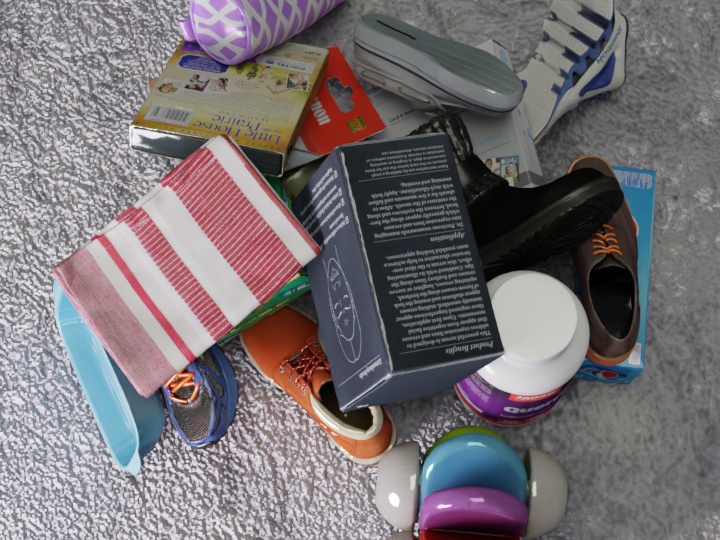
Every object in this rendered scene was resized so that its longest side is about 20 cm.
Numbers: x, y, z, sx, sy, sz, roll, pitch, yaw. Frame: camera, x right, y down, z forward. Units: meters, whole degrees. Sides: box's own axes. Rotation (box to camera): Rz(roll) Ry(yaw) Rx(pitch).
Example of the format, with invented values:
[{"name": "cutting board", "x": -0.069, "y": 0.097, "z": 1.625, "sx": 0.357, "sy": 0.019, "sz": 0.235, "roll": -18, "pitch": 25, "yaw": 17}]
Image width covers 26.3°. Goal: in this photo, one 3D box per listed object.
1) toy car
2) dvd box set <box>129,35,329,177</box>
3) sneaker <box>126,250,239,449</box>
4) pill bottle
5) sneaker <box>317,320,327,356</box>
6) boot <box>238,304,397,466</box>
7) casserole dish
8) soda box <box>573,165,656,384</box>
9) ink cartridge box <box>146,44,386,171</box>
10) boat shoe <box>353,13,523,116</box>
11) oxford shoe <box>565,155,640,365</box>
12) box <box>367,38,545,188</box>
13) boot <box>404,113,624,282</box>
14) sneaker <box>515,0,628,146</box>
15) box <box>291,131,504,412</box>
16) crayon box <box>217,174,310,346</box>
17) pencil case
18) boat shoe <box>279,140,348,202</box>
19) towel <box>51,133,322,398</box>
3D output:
[{"name": "toy car", "x": 0.098, "y": 0.232, "z": 1.368, "sx": 0.174, "sy": 0.150, "sz": 0.201, "roll": 5, "pitch": 73, "yaw": 2}, {"name": "dvd box set", "x": -0.120, "y": -0.164, "z": 1.458, "sx": 0.146, "sy": 0.029, "sz": 0.200, "roll": 10, "pitch": 37, "yaw": 5}, {"name": "sneaker", "x": -0.172, "y": 0.066, "z": 1.376, "sx": 0.075, "sy": 0.078, "sz": 0.200, "roll": -26, "pitch": 77, "yaw": 24}, {"name": "pill bottle", "x": 0.143, "y": 0.069, "z": 1.390, "sx": 0.112, "sy": 0.200, "sz": 0.113, "roll": 0, "pitch": 73, "yaw": -1}, {"name": "sneaker", "x": 0.003, "y": 0.001, "z": 1.436, "sx": 0.060, "sy": 0.104, "sz": 0.200, "roll": 17, "pitch": 32, "yaw": -18}, {"name": "boot", "x": -0.044, "y": 0.092, "z": 1.435, "sx": 0.075, "sy": 0.107, "sz": 0.200, "roll": -44, "pitch": 75, "yaw": -6}, {"name": "casserole dish", "x": -0.232, "y": 0.092, "z": 1.433, "sx": 0.039, "sy": 0.121, "sz": 0.200, "roll": -19, "pitch": 72, "yaw": -25}, {"name": "soda box", "x": 0.242, "y": 0.003, "z": 1.480, "sx": 0.064, "sy": 0.068, "sz": 0.201, "roll": 8, "pitch": 73, "yaw": 1}, {"name": "ink cartridge box", "x": -0.095, "y": -0.159, "z": 1.503, "sx": 0.200, "sy": 0.050, "sz": 0.162, "roll": -24, "pitch": 44, "yaw": -4}, {"name": "boat shoe", "x": 0.073, "y": -0.182, "z": 1.463, "sx": 0.073, "sy": 0.067, "sz": 0.200, "roll": -20, "pitch": 41, "yaw": -38}, {"name": "oxford shoe", "x": 0.227, "y": -0.018, "z": 1.411, "sx": 0.071, "sy": 0.073, "sz": 0.201, "roll": -6, "pitch": 74, "yaw": -3}, {"name": "box", "x": 0.092, "y": -0.101, "z": 1.491, "sx": 0.156, "sy": 0.041, "sz": 0.201, "roll": -22, "pitch": 72, "yaw": 25}, {"name": "boot", "x": 0.122, "y": -0.080, "z": 1.400, "sx": 0.211, "sy": 0.079, "sz": 0.158, "roll": -29, "pitch": 69, "yaw": 25}, {"name": "sneaker", "x": 0.205, "y": -0.185, "z": 1.527, "sx": 0.081, "sy": 0.115, "sz": 0.200, "roll": 47, "pitch": 109, "yaw": 31}, {"name": "box", "x": 0.028, "y": 0.003, "z": 1.324, "sx": 0.107, "sy": 0.148, "sz": 0.201, "roll": -9, "pitch": 77, "yaw": -20}, {"name": "crayon box", "x": -0.145, "y": 0.004, "z": 1.442, "sx": 0.200, "sy": 0.058, "sz": 0.119, "roll": -32, "pitch": 74, "yaw": 20}, {"name": "pencil case", "x": -0.087, "y": -0.268, "z": 1.514, "sx": 0.200, "sy": 0.085, "sz": 0.084, "roll": -36, "pitch": 114, "yaw": -44}, {"name": "boat shoe", "x": -0.084, "y": -0.064, "z": 1.496, "sx": 0.200, "sy": 0.074, "sz": 0.076, "roll": -40, "pitch": 77, "yaw": -8}, {"name": "towel", "x": -0.152, "y": -0.007, "z": 1.332, "sx": 0.200, "sy": 0.023, "sz": 0.144, "roll": -39, "pitch": 77, "yaw": 0}]
